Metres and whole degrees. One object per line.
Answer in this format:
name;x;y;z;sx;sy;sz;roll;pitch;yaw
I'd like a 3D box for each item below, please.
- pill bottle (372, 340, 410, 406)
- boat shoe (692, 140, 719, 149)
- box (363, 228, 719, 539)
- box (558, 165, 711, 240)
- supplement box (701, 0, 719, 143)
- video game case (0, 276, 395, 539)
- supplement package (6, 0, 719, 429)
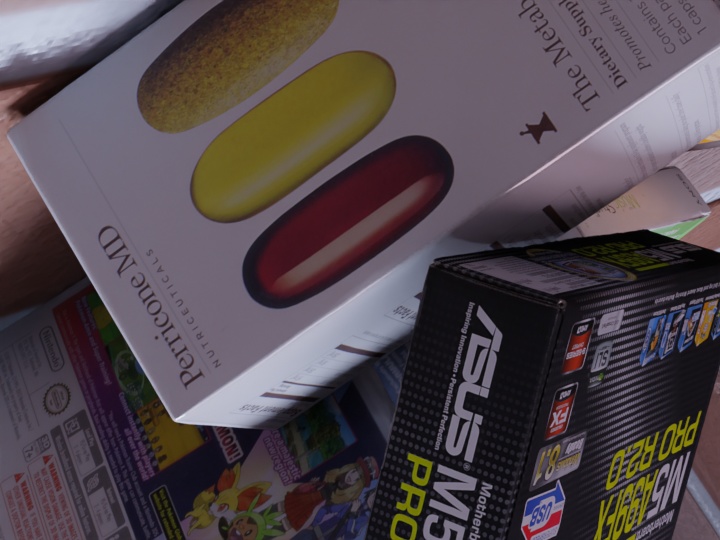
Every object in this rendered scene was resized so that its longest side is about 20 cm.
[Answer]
pill bottle;-0.018;0.090;0.683;0.200;0.120;0.120;-40;167;-2
boat shoe;0.211;-0.106;0.880;0.200;0.072;0.060;-30;164;-29
box;0.066;0.072;0.567;0.200;0.044;0.161;-7;112;-62
box;0.065;0.023;0.830;0.200;0.036;0.144;-40;165;31
supplement box;0.201;-0.104;0.702;0.199;0.074;0.126;-9;176;23
video game case;-0.080;0.071;0.631;0.182;0.200;0.023;-33;134;2
supplement package;0.010;-0.048;0.545;0.200;0.114;0.110;-35;167;8
